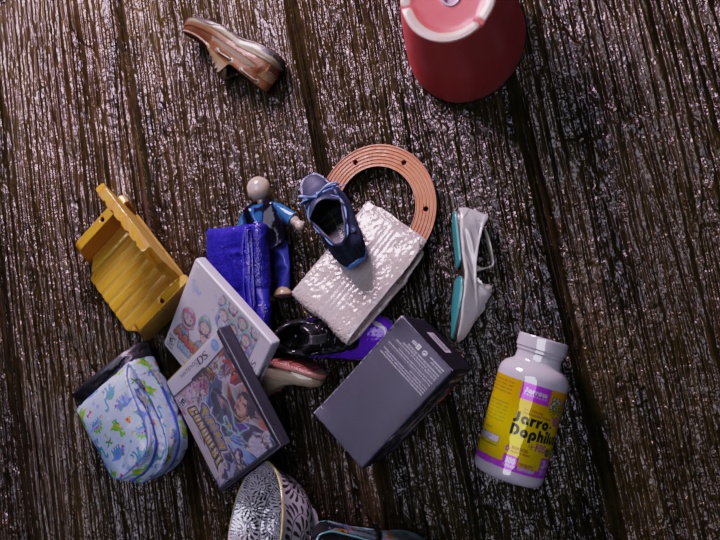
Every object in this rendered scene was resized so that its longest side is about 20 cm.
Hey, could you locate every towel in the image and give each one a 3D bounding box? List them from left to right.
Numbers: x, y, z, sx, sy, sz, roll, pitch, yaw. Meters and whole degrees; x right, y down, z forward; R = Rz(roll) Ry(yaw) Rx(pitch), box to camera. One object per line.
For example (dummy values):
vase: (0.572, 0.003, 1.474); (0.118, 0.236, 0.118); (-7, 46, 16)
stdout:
towel: (-0.203, 0.028, 1.258); (0.146, 0.049, 0.205); (-4, 86, 41)
towel: (0.000, 0.000, 1.192); (0.132, 0.035, 0.201); (37, 80, 28)

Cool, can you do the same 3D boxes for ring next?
ring: (0.027, -0.099, 1.250); (0.196, 0.019, 0.206); (-2, 84, 17)

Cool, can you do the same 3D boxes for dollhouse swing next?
dollhouse swing: (-0.396, -0.011, 1.285); (0.182, 0.176, 0.201); (-43, 76, 8)

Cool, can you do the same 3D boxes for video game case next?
video game case: (-0.224, 0.113, 1.230); (0.200, 0.023, 0.184); (43, 123, 25)
video game case: (-0.210, 0.216, 1.210); (0.180, 0.025, 0.202); (-41, 73, 37)

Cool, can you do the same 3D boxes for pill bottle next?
pill bottle: (0.235, 0.195, 1.112); (0.102, 0.104, 0.205); (15, 89, 17)

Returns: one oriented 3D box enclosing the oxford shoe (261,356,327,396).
oxford shoe: (-0.141, 0.174, 1.249); (0.196, 0.070, 0.076); (4, 89, 28)

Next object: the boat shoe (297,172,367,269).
boat shoe: (-0.044, -0.093, 1.194); (0.084, 0.069, 0.201); (-39, 49, 1)

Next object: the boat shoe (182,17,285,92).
boat shoe: (-0.222, -0.364, 1.323); (0.197, 0.075, 0.075); (28, 96, 18)

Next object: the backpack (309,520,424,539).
backpack: (0.019, 0.455, 1.118); (0.195, 0.153, 0.180); (6, 83, 3)

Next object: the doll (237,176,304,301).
doll: (-0.150, -0.055, 1.280); (0.134, 0.048, 0.205); (-16, 80, 27)

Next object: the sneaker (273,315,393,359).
sneaker: (-0.047, 0.106, 1.206); (0.195, 0.099, 0.071); (-5, 85, 16)

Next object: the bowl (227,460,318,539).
bowl: (-0.122, 0.399, 1.185); (0.093, 0.200, 0.205); (16, 89, -26)

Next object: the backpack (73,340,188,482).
backpack: (-0.370, 0.246, 1.278); (0.162, 0.154, 0.202); (-35, 89, 14)

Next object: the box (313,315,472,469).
box: (0.054, 0.170, 1.120); (0.104, 0.200, 0.182); (45, 98, 15)

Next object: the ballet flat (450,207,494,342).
ballet flat: (0.170, 0.006, 1.178); (0.068, 0.069, 0.205); (0, 83, 16)

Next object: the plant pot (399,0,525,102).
plant pot: (0.144, -0.374, 1.161); (0.196, 0.177, 0.206); (-2, 84, 15)
